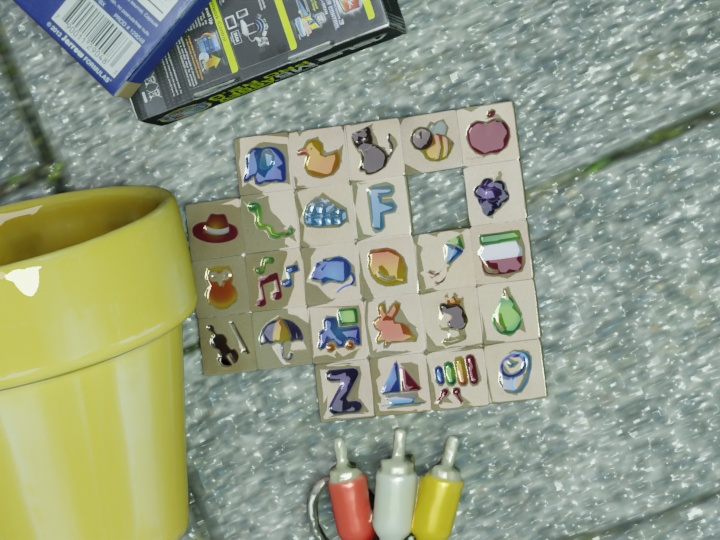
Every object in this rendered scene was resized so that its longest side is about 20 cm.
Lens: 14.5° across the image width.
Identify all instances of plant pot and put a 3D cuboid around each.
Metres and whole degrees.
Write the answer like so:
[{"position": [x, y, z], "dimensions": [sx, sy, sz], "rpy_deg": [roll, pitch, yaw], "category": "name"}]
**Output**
[{"position": [-0.179, 0.070, 1.567], "dimensions": [0.200, 0.201, 0.190], "rpy_deg": [-9, 102, 14], "category": "plant pot"}]

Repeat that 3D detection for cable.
[{"position": [0.013, 0.187, 1.580], "dimensions": [0.097, 0.050, 0.201], "rpy_deg": [-1, 90, 17], "category": "cable"}]

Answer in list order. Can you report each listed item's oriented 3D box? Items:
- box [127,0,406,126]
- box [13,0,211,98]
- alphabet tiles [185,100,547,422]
[{"position": [-0.081, -0.202, 1.611], "dimensions": [0.160, 0.044, 0.201], "rpy_deg": [-20, 85, 13], "category": "box"}, {"position": [-0.111, -0.210, 1.578], "dimensions": [0.121, 0.032, 0.200], "rpy_deg": [44, 102, 11], "category": "box"}, {"position": [0.000, 0.000, 1.607], "dimensions": [0.199, 0.008, 0.168], "rpy_deg": [-7, 88, 15], "category": "alphabet tiles"}]
